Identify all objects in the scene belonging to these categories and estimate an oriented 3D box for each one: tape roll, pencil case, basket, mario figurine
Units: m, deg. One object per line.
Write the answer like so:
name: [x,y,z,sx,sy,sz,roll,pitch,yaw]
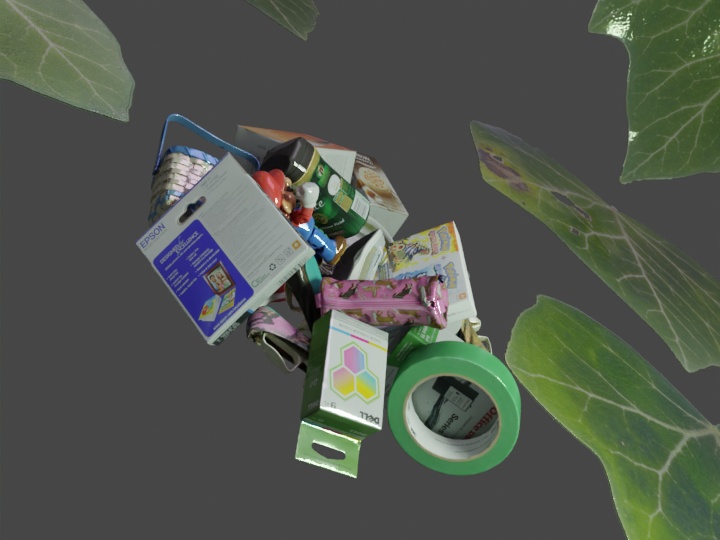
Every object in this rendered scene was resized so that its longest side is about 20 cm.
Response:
tape roll: [0.137,0.205,1.091,0.198,0.202,0.048,36,28,-1]
pencil case: [0.033,0.048,1.097,0.194,0.088,0.084,-1,46,15]
basket: [-0.257,-0.142,1.193,0.173,0.139,0.204,26,55,-22]
mario figurine: [-0.102,-0.096,1.190,0.200,0.122,0.107,45,17,-39]

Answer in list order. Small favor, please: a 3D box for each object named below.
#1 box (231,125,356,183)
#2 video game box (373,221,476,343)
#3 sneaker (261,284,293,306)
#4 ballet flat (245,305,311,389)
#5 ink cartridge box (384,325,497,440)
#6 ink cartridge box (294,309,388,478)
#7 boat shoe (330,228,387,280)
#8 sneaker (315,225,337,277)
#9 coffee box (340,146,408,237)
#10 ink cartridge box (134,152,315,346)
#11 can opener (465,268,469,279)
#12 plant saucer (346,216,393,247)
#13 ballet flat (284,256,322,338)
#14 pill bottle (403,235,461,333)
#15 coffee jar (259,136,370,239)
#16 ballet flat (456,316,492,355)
box: [-0.130,-0.202,1.428,0.150,0.109,0.198,23,17,34]
video game box: [0.095,0.020,1.261,0.203,0.177,0.047,-95,163,-48]
sneaker: [-0.139,-0.014,1.171,0.077,0.118,0.200,23,26,11]
ballet flat: [-0.087,0.129,1.094,0.197,0.069,0.072,34,45,-13]
ink cartridge box: [0.124,0.183,1.167,0.198,0.148,0.083,35,29,-1]
ink cartridge box: [-0.023,0.170,1.030,0.102,0.059,0.205,24,55,-26]
boat shoe: [0.001,0.000,1.255,0.065,0.073,0.203,53,32,-18]
sneaker: [-0.074,-0.008,1.292,0.199,0.079,0.085,41,29,5]
coffee box: [0.008,-0.170,1.623,0.112,0.080,0.202,12,37,-39]
ink cartridge box: [-0.198,-0.032,1.070,0.201,0.197,0.043,48,0,17]
can opener: [0.099,0.032,1.324,0.067,0.196,0.053,62,0,34]
plant saucer: [-0.027,-0.061,1.441,0.196,0.051,0.202,22,30,-13]
ballet flat: [-0.074,0.065,1.168,0.068,0.067,0.205,-53,128,-58]
pill bottle: [0.128,0.036,1.423,0.110,0.113,0.202,19,33,-29]
coffee jar: [-0.079,-0.141,1.289,0.199,0.103,0.087,41,56,-34]
ballet flat: [0.211,0.126,1.429,0.069,0.071,0.203,17,38,-33]
